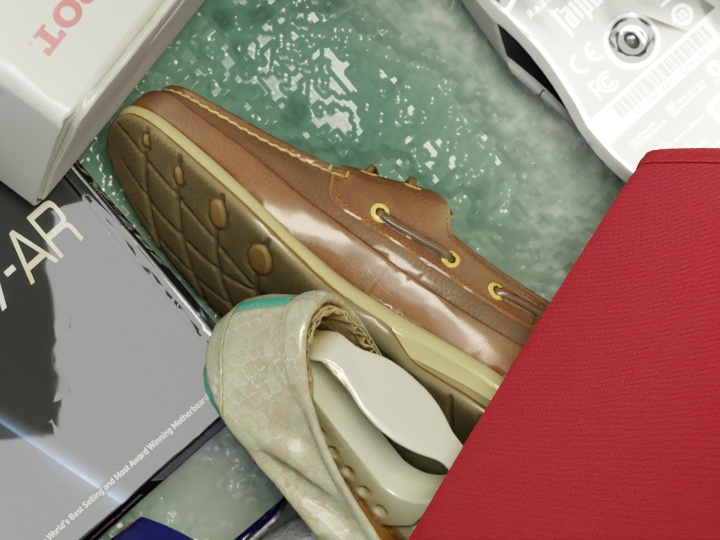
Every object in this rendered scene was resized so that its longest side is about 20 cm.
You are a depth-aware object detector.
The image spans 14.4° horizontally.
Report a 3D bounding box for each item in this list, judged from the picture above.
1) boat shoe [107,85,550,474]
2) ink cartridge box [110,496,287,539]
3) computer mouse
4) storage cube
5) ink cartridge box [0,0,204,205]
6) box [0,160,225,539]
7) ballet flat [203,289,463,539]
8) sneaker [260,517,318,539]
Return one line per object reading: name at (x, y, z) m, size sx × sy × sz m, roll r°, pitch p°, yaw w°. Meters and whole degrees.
boat shoe at (0.000, 0.000, 1.002) m, size 0.200 × 0.072 × 0.068 m, roll 37°, pitch 61°, yaw 6°
ink cartridge box at (-0.111, 0.136, 0.985) m, size 0.200 × 0.095 × 0.037 m, roll -38°, pitch 89°, yaw 1°
computer mouse at (0.070, -0.100, 1.008) m, size 0.109 × 0.044 × 0.200 m, roll -40°, pitch 84°, yaw -4°
storage cube at (0.147, 0.085, 0.892) m, size 0.171 × 0.200 × 0.180 m, roll 41°, pitch 72°, yaw -25°
ink cartridge box at (-0.140, -0.143, 0.964) m, size 0.199 × 0.088 × 0.146 m, roll 35°, pitch 67°, yaw 1°
box at (-0.158, 0.046, 1.005) m, size 0.200 × 0.044 × 0.160 m, roll -40°, pitch 85°, yaw 1°
ballet flat at (0.023, 0.088, 0.963) m, size 0.200 × 0.062 × 0.068 m, roll 49°, pitch 46°, yaw -18°
sneaker at (-0.034, 0.187, 0.998) m, size 0.115 × 0.075 × 0.200 m, roll 39°, pitch 79°, yaw -13°
